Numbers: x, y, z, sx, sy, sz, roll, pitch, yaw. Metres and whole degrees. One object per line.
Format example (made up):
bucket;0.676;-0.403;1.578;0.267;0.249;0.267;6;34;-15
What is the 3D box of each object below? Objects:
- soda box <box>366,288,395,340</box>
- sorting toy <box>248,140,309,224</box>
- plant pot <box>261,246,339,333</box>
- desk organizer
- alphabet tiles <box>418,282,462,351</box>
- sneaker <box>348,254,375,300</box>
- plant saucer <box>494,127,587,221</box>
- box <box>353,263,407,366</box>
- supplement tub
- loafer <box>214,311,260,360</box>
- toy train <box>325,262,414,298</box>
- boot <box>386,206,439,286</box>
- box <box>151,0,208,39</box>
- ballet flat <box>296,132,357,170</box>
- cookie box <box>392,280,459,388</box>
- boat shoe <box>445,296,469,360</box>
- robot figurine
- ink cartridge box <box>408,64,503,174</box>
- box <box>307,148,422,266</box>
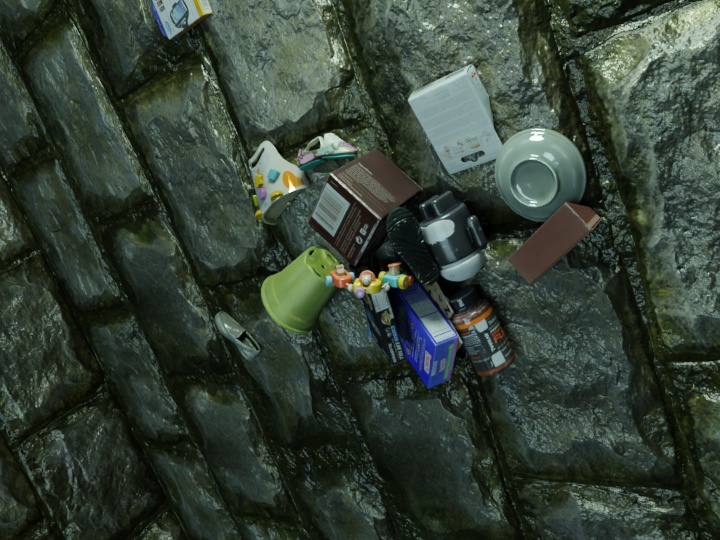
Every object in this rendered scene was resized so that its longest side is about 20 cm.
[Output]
soda box;0.080;0.103;1.718;0.067;0.064;0.203;32;131;19
sorting toy;-0.257;-0.253;1.785;0.200;0.105;0.183;-40;68;44
plant pot;-0.149;0.041;1.797;0.201;0.200;0.184;49;122;4
desk organizer;0.408;-0.064;1.358;0.077;0.071;0.201;47;134;10
alphabet tiles;0.190;0.114;1.590;0.203;0.007;0.168;63;157;23
sneaker;0.000;0.000;1.710;0.075;0.083;0.205;9;119;35
plant saucer;0.365;-0.189;1.330;0.196;0.050;0.204;19;127;27
box;0.046;0.105;1.591;0.200;0.049;0.203;-126;20;-70
supplement tub;0.287;0.145;1.546;0.106;0.107;0.203;-21;101;43
loafer;-0.414;0.214;2.177;0.200;0.070;0.070;47;129;-3
toy train;0.023;0.006;1.468;0.150;0.195;0.057;-134;38;-65
boot;0.104;-0.068;1.503;0.202;0.076;0.168;58;178;-20
box;-0.491;-0.715;1.736;0.197;0.041;0.121;-9;108;44
ballet flat;-0.092;-0.308;1.632;0.197;0.068;0.073;-7;91;41
cookie box;0.155;0.160;1.600;0.201;0.074;0.174;56;154;38
boat shoe;0.224;0.140;1.623;0.202;0.062;0.075;54;136;6
robot figurine;0.211;-0.077;1.475;0.123;0.150;0.204;-26;99;2
ink cartridge box;0.218;-0.324;1.397;0.160;0.051;0.201;-13;123;41
box;0.011;-0.154;1.535;0.164;0.199;0.167;41;134;12
